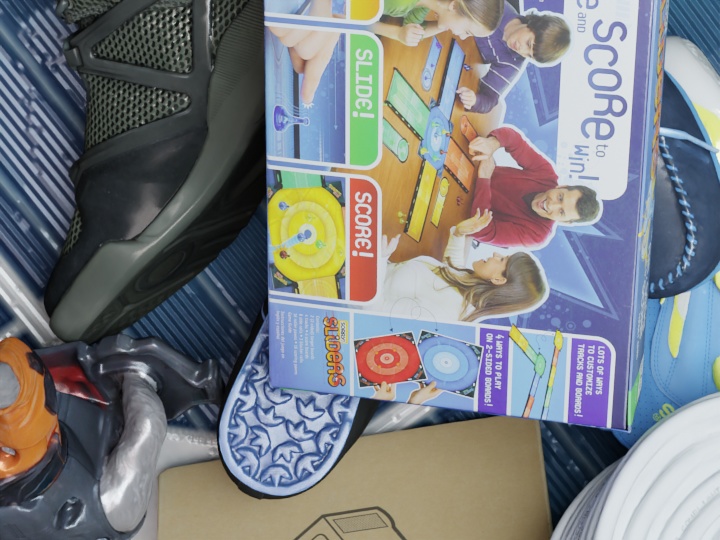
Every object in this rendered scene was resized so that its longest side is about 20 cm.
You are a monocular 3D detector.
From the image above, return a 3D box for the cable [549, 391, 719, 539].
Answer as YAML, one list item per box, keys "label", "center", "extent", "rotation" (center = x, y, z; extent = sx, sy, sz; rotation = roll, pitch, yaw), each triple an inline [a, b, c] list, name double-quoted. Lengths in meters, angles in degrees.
- label: "cable"
  center: [0.157, 0.142, 0.741]
  extent: [0.200, 0.069, 0.200]
  rotation: [-12, 78, -26]

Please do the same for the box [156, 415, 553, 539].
- label: "box"
  center: [-0.001, 0.148, 0.802]
  extent: [0.163, 0.200, 0.021]
  rotation: [-8, 136, 6]

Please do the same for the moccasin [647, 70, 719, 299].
- label: "moccasin"
  center: [0.061, -0.074, 0.765]
  extent: [0.080, 0.068, 0.200]
  rotation: [-42, 70, 27]

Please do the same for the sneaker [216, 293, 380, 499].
- label: "sneaker"
  center: [0.000, 0.000, 0.828]
  extent: [0.070, 0.078, 0.200]
  rotation: [31, 82, -1]

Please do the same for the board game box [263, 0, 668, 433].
- label: "board game box"
  center: [0.035, -0.046, 0.713]
  extent: [0.135, 0.034, 0.200]
  rotation: [7, 116, 12]

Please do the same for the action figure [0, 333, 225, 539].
- label: "action figure"
  center: [-0.163, 0.078, 0.811]
  extent: [0.200, 0.105, 0.193]
  rotation: [-16, 147, 24]

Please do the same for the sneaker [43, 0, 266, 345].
- label: "sneaker"
  center: [-0.087, -0.067, 0.815]
  extent: [0.114, 0.076, 0.200]
  rotation: [42, 121, 16]

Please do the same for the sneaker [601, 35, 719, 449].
- label: "sneaker"
  center: [0.126, 0.013, 0.813]
  extent: [0.105, 0.076, 0.200]
  rotation: [-22, 102, 10]
